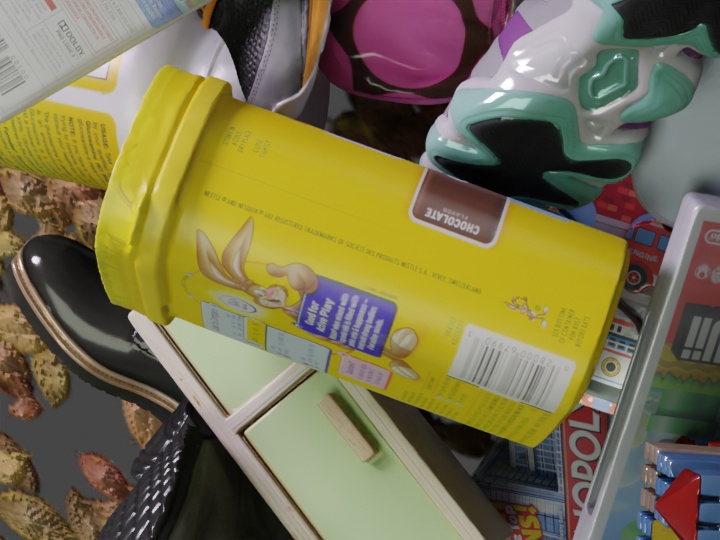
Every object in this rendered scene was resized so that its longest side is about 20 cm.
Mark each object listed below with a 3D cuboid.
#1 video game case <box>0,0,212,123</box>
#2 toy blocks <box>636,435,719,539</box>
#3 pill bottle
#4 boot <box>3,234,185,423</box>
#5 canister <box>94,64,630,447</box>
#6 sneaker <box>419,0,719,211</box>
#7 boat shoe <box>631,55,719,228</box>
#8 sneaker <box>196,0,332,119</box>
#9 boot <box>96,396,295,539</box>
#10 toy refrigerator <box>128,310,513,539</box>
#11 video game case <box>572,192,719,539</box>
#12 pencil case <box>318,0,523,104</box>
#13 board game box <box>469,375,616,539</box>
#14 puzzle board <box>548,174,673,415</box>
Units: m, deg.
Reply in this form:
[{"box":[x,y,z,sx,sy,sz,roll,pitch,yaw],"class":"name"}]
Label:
[{"box":[-0.105,-0.166,0.715,0.200,0.018,0.143,-28,108,12],"class":"video game case"},{"box":[0.166,0.095,0.664,0.137,0.200,0.100,4,91,-1],"class":"toy blocks"},{"box":[-0.121,-0.096,0.880,0.200,0.112,0.113,13,123,25],"class":"pill bottle"},{"box":[-0.079,0.019,0.957,0.200,0.077,0.138,37,127,-10],"class":"boot"},{"box":[0.000,0.000,0.745,0.200,0.087,0.149,20,165,2],"class":"canister"},{"box":[0.099,-0.116,0.726,0.078,0.140,0.200,27,140,-24],"class":"sneaker"},{"box":[0.184,-0.102,0.718,0.074,0.068,0.199,32,117,5],"class":"boat shoe"},{"box":[-0.063,-0.154,0.779,0.078,0.077,0.200,126,133,-62],"class":"sneaker"},{"box":[-0.053,0.133,0.871,0.131,0.200,0.068,38,101,-6],"class":"boot"},{"box":[-0.020,0.076,0.872,0.076,0.070,0.200,-40,79,11],"class":"toy refrigerator"},{"box":[0.176,0.072,0.755,0.143,0.017,0.200,9,112,-13],"class":"video game case"},{"box":[0.036,-0.173,0.757,0.094,0.091,0.200,19,123,23],"class":"pencil case"},{"box":[0.125,0.101,0.880,0.200,0.062,0.200,7,120,27],"class":"board game box"},{"box":[0.145,0.000,0.795,0.200,0.017,0.151,18,103,18],"class":"puzzle board"}]
